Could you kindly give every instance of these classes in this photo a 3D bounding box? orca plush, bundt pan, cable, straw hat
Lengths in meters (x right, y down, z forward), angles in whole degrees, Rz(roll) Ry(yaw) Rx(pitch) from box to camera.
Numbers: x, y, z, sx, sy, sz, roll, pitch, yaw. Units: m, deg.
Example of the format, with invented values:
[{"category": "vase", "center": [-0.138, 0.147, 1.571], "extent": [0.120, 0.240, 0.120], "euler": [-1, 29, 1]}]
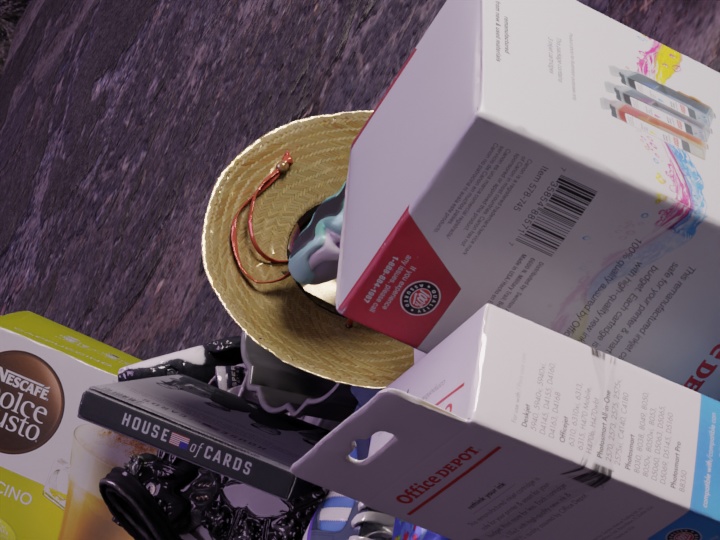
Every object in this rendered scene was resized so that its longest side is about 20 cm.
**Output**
[{"category": "orca plush", "center": [-0.106, 0.093, 1.849], "extent": [0.105, 0.200, 0.072], "euler": [-18, 85, 23]}, {"category": "bundt pan", "center": [0.003, 0.014, 1.652], "extent": [0.202, 0.075, 0.203], "euler": [-36, 43, 42]}, {"category": "cable", "center": [-0.123, 0.226, 1.667], "extent": [0.050, 0.201, 0.097], "euler": [-44, 37, -19]}, {"category": "straw hat", "center": [0.000, 0.000, 1.507], "extent": [0.085, 0.199, 0.202], "euler": [100, -176, -64]}]

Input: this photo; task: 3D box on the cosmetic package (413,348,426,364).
[{"category": "cosmetic package", "center": [0.092, 0.052, 1.324], "extent": [0.085, 0.107, 0.201], "euler": [-55, 19, 35]}]

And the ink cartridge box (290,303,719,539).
[{"category": "ink cartridge box", "center": [0.080, 0.085, 1.156], "extent": [0.116, 0.199, 0.067], "euler": [-42, 30, 53]}]

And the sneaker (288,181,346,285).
[{"category": "sneaker", "center": [0.067, -0.018, 1.435], "extent": [0.199, 0.140, 0.078], "euler": [-36, 14, 10]}]

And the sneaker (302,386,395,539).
[{"category": "sneaker", "center": [0.028, 0.125, 1.470], "extent": [0.201, 0.080, 0.147], "euler": [-81, 17, -53]}]

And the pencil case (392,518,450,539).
[{"category": "pencil case", "center": [0.049, 0.168, 1.355], "extent": [0.087, 0.077, 0.201], "euler": [119, 164, -55]}]

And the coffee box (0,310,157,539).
[{"category": "coffee box", "center": [-0.236, 0.160, 1.949], "extent": [0.200, 0.198, 0.199], "euler": [-15, -52, -88]}]

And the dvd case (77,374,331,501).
[{"category": "dvd case", "center": [-0.085, 0.107, 1.588], "extent": [0.200, 0.149, 0.025], "euler": [-3, -67, -76]}]

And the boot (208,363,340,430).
[{"category": "boot", "center": [-0.060, 0.087, 1.759], "extent": [0.201, 0.095, 0.074], "euler": [-63, 17, 14]}]

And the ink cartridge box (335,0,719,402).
[{"category": "ink cartridge box", "center": [0.110, -0.030, 1.216], "extent": [0.146, 0.199, 0.145], "euler": [-55, 19, 34]}]

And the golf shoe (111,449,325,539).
[{"category": "golf shoe", "center": [-0.080, 0.169, 1.704], "extent": [0.199, 0.094, 0.078], "euler": [7, 72, 43]}]
